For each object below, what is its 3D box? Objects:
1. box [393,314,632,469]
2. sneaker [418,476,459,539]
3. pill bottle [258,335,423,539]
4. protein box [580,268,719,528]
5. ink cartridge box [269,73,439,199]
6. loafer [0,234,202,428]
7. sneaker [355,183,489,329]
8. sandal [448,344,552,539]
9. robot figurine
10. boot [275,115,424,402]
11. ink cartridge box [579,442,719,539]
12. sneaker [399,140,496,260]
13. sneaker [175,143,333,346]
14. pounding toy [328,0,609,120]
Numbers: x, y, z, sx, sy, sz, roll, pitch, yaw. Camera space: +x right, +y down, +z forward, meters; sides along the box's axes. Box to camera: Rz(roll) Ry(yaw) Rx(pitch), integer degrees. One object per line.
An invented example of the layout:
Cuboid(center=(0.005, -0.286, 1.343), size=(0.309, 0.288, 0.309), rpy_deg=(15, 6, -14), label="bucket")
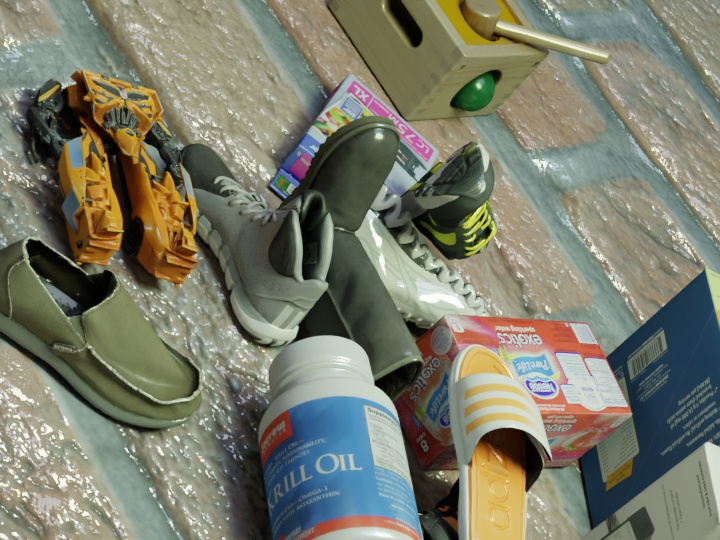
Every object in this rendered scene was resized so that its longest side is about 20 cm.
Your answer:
Cuboid(center=(0.127, 0.107, 1.770), size=(0.199, 0.095, 0.100), rpy_deg=(4, 52, -45), label="box")
Cuboid(center=(0.068, 0.207, 1.620), size=(0.090, 0.070, 0.201), rpy_deg=(38, 35, -16), label="sneaker")
Cuboid(center=(-0.019, 0.152, 1.547), size=(0.112, 0.112, 0.201), rpy_deg=(21, 39, -32), label="pill bottle")
Cuboid(center=(0.309, 0.151, 1.829), size=(0.134, 0.199, 0.201), rpy_deg=(24, 38, -27), label="protein box")
Cuboid(center=(-0.003, -0.096, 1.905), size=(0.119, 0.042, 0.200), rpy_deg=(41, 35, -6), label="ink cartridge box")
Cuboid(center=(-0.193, 0.045, 1.510), size=(0.199, 0.070, 0.076), rpy_deg=(33, 35, -18), label="loafer")
Cuboid(center=(0.040, 0.015, 1.813), size=(0.200, 0.075, 0.081), rpy_deg=(48, 67, -15), label="sneaker")
Cuboid(center=(0.117, 0.148, 1.605), size=(0.079, 0.059, 0.208), rpy_deg=(19, 54, -31), label="sandal")
Cuboid(center=(-0.194, -0.083, 1.657), size=(0.144, 0.058, 0.201), rpy_deg=(13, 45, -34), label="robot figurine")
Cuboid(center=(0.002, 0.000, 1.684), size=(0.072, 0.182, 0.201), rpy_deg=(11, 41, -34), label="boot")
Cuboid(center=(0.273, 0.246, 1.686), size=(0.145, 0.200, 0.085), rpy_deg=(24, 40, -28), label="ink cartridge box")
Cuboid(center=(0.091, -0.056, 1.788), size=(0.085, 0.074, 0.200), rpy_deg=(49, -8, -5), label="sneaker")
Cuboid(center=(-0.077, -0.048, 1.697), size=(0.075, 0.116, 0.201), rpy_deg=(-1, 54, -48), label="sneaker")
Cuboid(center=(0.113, -0.245, 2.097), size=(0.183, 0.142, 0.201), rpy_deg=(-10, 60, -51), label="pounding toy")
